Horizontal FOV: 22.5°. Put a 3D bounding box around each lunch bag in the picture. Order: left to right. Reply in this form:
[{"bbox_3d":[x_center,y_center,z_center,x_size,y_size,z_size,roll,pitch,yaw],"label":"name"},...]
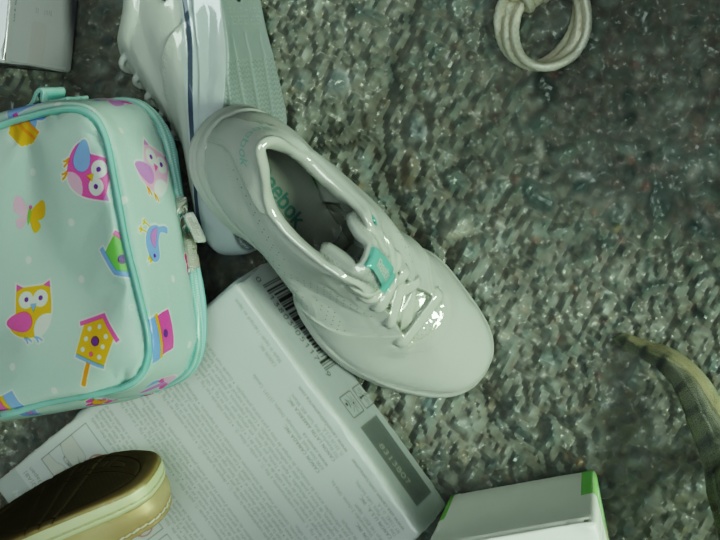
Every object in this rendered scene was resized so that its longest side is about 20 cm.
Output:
[{"bbox_3d":[-0.173,-0.006,0.930,0.199,0.077,0.162,-12,86,27],"label":"lunch bag"}]

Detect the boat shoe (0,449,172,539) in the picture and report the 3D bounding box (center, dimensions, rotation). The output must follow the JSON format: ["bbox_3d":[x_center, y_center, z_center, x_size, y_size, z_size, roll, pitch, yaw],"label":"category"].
[{"bbox_3d":[-0.171,0.158,0.961,0.199,0.074,0.067,-28,104,27],"label":"boat shoe"}]

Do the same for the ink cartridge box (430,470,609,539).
[{"bbox_3d":[0.095,0.213,0.890,0.083,0.145,0.202,-11,92,7],"label":"ink cartridge box"}]

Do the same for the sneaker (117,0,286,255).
[{"bbox_3d":[-0.087,-0.106,0.948,0.070,0.073,0.202,-7,88,27],"label":"sneaker"}]

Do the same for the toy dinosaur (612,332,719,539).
[{"bbox_3d":[0.203,0.101,0.896,0.087,0.048,0.201,-17,61,-7],"label":"toy dinosaur"}]

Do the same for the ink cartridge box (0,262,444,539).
[{"bbox_3d":[-0.077,0.118,0.972,0.200,0.057,0.163,-38,87,29],"label":"ink cartridge box"}]

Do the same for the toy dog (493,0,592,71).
[{"bbox_3d":[0.100,-0.203,0.893,0.132,0.096,0.200,40,98,5],"label":"toy dog"}]

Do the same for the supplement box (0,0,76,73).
[{"bbox_3d":[-0.259,-0.142,0.943,0.198,0.109,0.061,7,94,9],"label":"supplement box"}]

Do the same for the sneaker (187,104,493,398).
[{"bbox_3d":[0.000,0.000,0.892,0.200,0.088,0.075,42,79,-23],"label":"sneaker"}]
